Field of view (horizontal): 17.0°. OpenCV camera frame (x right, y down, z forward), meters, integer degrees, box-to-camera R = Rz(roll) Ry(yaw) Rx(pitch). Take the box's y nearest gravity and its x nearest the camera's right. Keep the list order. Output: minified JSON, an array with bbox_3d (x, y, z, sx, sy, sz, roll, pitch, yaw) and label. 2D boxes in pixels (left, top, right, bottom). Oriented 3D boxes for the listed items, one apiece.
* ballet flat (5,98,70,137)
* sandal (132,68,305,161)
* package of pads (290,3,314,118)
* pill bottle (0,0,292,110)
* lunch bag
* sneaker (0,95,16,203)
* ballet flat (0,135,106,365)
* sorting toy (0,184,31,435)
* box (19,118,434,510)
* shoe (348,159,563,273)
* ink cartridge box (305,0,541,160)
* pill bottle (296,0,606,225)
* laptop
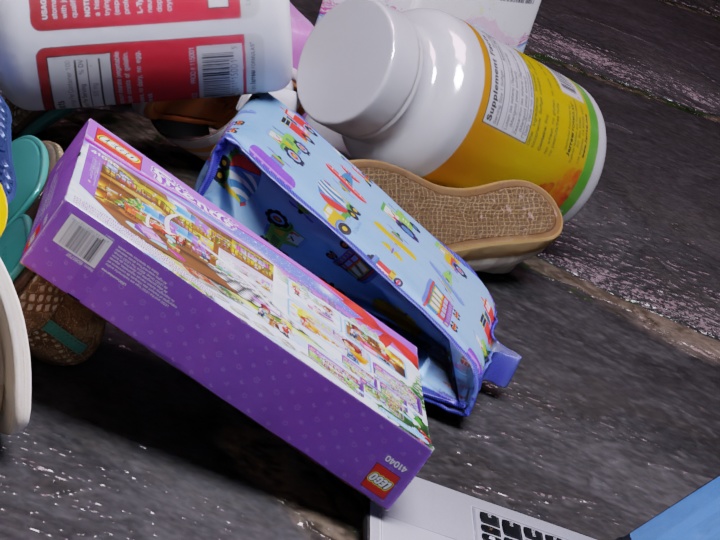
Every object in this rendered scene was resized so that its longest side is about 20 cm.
[{"bbox_3d":[-0.162,-0.135,1.439,0.066,0.070,0.200,61,31,-5],"label":"ballet flat"},{"bbox_3d":[-0.067,-0.097,1.500,0.059,0.079,0.206,56,16,15],"label":"sandal"},{"bbox_3d":[-0.131,-0.161,1.603,0.199,0.076,0.120,7,20,-32],"label":"package of pads"},{"bbox_3d":[-0.139,-0.146,1.310,0.198,0.113,0.112,-4,21,-4],"label":"pill bottle"},{"bbox_3d":[0.000,0.000,1.293,0.199,0.094,0.151,30,15,-3],"label":"lunch bag"},{"bbox_3d":[-0.217,-0.052,1.182,0.070,0.078,0.200,53,7,-16],"label":"sneaker"},{"bbox_3d":[-0.154,-0.005,1.171,0.065,0.070,0.200,43,13,-21],"label":"ballet flat"},{"bbox_3d":[-0.245,-0.011,1.045,0.199,0.108,0.180,15,-1,-20],"label":"sorting toy"},{"bbox_3d":[-0.059,0.018,1.106,0.199,0.039,0.137,35,14,-12],"label":"box"},{"bbox_3d":[0.035,-0.023,1.454,0.199,0.053,0.070,3,57,-37],"label":"shoe"},{"bbox_3d":[0.047,-0.176,1.659,0.084,0.201,0.144,29,19,34],"label":"ink cartridge box"},{"bbox_3d":[0.056,-0.099,1.526,0.199,0.112,0.111,22,12,-44],"label":"pill bottle"},{"bbox_3d":[0.112,0.107,1.037,0.199,0.117,0.187,20,17,-6],"label":"laptop"}]
